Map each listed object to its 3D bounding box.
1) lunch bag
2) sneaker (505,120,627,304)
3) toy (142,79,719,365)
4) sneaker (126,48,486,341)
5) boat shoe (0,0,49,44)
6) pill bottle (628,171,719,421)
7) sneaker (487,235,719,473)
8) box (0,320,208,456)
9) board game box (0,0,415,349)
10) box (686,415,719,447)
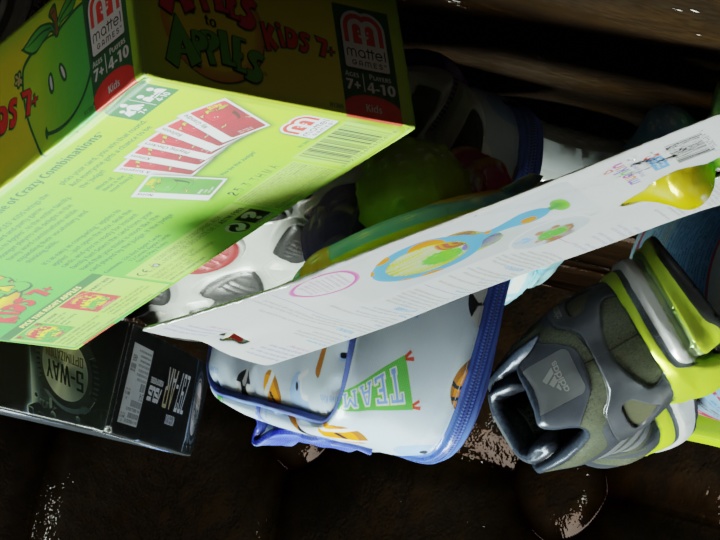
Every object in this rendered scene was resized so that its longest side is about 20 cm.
[{"bbox_3d":[0.000,0.000,1.006,0.075,0.162,0.200,13,178,-19],"label":"lunch bag"},{"bbox_3d":[0.073,-0.022,1.078,0.073,0.083,0.200,11,179,-1],"label":"sneaker"},{"bbox_3d":[0.034,-0.021,0.817,0.199,0.048,0.115,-17,166,16],"label":"toy"},{"bbox_3d":[-0.034,-0.043,0.908,0.080,0.084,0.199,23,148,-33],"label":"sneaker"},{"bbox_3d":[-0.170,-0.094,0.841,0.056,0.069,0.199,20,169,-33],"label":"boat shoe"},{"bbox_3d":[0.178,0.012,0.965,0.108,0.110,0.200,12,179,-8],"label":"pill bottle"},{"bbox_3d":[0.087,0.043,0.963,0.081,0.074,0.200,-27,166,-7],"label":"sneaker"},{"bbox_3d":[-0.155,0.034,1.007,0.159,0.044,0.200,12,174,6],"label":"box"},{"bbox_3d":[-0.084,-0.034,0.793,0.101,0.048,0.200,8,153,-38],"label":"board game box"},{"bbox_3d":[0.248,0.038,1.146,0.198,0.123,0.048,12,177,-8],"label":"box"}]
